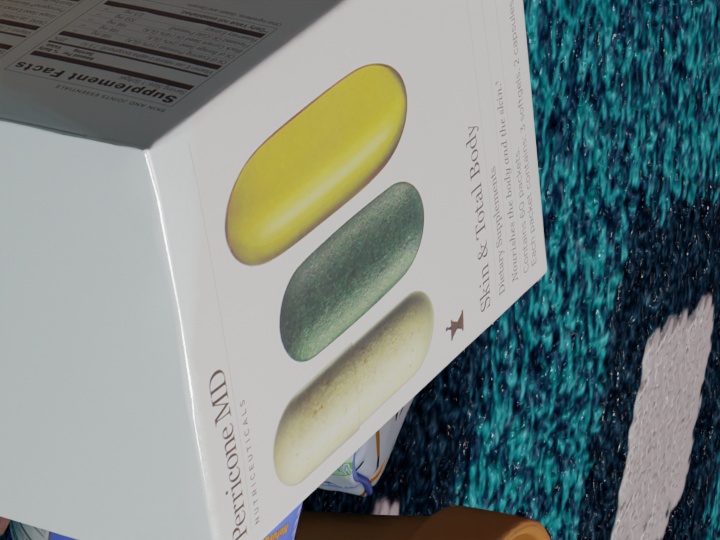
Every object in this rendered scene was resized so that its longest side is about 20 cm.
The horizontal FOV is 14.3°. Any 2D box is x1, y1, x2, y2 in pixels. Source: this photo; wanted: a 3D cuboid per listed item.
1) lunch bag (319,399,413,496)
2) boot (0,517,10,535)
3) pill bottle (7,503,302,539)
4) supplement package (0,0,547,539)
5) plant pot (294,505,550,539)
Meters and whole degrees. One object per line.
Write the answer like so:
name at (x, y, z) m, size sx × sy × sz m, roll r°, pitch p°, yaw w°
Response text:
lunch bag at (0.000, 0.000, 1.301) m, size 0.160 × 0.075 × 0.201 m, roll 61°, pitch 44°, yaw -78°
boot at (-0.173, 0.122, 0.999) m, size 0.200 × 0.072 × 0.167 m, roll -46°, pitch 156°, yaw -57°
pill bottle at (-0.078, 0.086, 1.113) m, size 0.112 × 0.112 × 0.201 m, roll -43°, pitch 151°, yaw -56°
supplement package at (-0.057, -0.030, 0.923) m, size 0.200 × 0.150 × 0.152 m, roll -41°, pitch 133°, yaw -44°
plant pot at (-0.005, 0.197, 1.356) m, size 0.200 × 0.140 × 0.201 m, roll 14°, pitch 90°, yaw -71°
